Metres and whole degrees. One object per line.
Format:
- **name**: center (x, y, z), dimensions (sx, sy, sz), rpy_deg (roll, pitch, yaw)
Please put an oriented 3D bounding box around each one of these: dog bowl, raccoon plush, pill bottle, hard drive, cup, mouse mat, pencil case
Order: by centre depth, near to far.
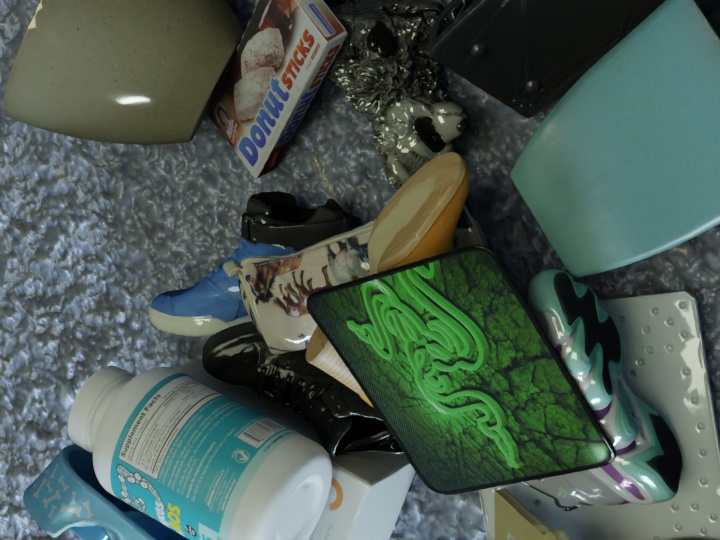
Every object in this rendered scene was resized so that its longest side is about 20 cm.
- **mouse mat**: center (0.070, 0.076, 1.057), dimensions (0.160, 0.008, 0.201), rpy_deg (-17, 117, 34)
- **hard drive**: center (0.153, -0.197, 1.060), dimensions (0.200, 0.135, 0.043), rpy_deg (-37, 49, 28)
- **pencil case**: center (0.000, 0.000, 1.159), dimensions (0.199, 0.078, 0.090), rpy_deg (-18, 102, 0)
- **pill bottle**: center (-0.129, 0.146, 1.172), dimensions (0.199, 0.111, 0.111), rpy_deg (25, 110, 24)
- **raccoon plush**: center (0.005, -0.145, 1.191), dimensions (0.200, 0.096, 0.135), rpy_deg (26, 125, 49)
- **dog bowl**: center (-0.178, 0.210, 1.216), dimensions (0.200, 0.111, 0.050), rpy_deg (35, 101, 19)
- **cup**: center (-0.178, -0.181, 1.223), dimensions (0.143, 0.200, 0.201), rpy_deg (27, 113, -6)

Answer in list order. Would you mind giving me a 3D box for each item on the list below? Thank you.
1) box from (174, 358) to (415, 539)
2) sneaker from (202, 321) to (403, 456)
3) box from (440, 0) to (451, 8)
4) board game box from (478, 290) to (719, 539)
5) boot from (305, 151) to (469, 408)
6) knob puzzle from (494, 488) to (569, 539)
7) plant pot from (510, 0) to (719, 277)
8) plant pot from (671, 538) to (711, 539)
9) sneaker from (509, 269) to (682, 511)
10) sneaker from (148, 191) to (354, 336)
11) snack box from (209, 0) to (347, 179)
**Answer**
- **box**: center (-0.070, 0.170, 1.263), dimensions (0.199, 0.097, 0.125), rpy_deg (29, 111, 22)
- **sneaker**: center (-0.027, 0.099, 1.196), dimensions (0.198, 0.105, 0.060), rpy_deg (2, 136, -6)
- **box**: center (0.129, -0.270, 1.106), dimensions (0.200, 0.040, 0.137), rpy_deg (-37, 80, 29)
- **board game box**: center (0.178, 0.122, 1.159), dimensions (0.199, 0.026, 0.201), rpy_deg (-7, 96, 30)
- **boot**: center (0.066, 0.022, 1.104), dimensions (0.143, 0.071, 0.202), rpy_deg (25, 112, -22)
- **knob puzzle**: center (0.156, 0.280, 1.120), dimensions (0.220, 0.030, 0.221), rpy_deg (170, 90, -71)
- **plant pot**: center (0.214, -0.087, 1.041), dimensions (0.200, 0.141, 0.142), rpy_deg (-38, 80, 38)
- **plant pot**: center (0.246, 0.306, 1.103), dimensions (0.200, 0.093, 0.202), rpy_deg (10, 113, 25)
- **sneaker**: center (0.131, 0.100, 1.095), dimensions (0.139, 0.078, 0.201), rpy_deg (-19, 111, 31)
- **sneaker**: center (-0.091, -0.010, 1.251), dimensions (0.199, 0.077, 0.112), rpy_deg (-4, 103, 25)
- **snack box**: center (-0.068, -0.153, 1.191), dimensions (0.072, 0.024, 0.200), rpy_deg (53, 148, 11)
